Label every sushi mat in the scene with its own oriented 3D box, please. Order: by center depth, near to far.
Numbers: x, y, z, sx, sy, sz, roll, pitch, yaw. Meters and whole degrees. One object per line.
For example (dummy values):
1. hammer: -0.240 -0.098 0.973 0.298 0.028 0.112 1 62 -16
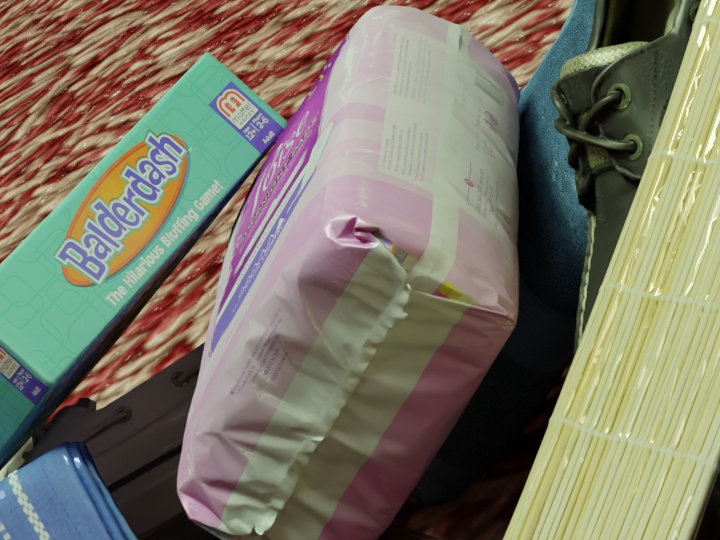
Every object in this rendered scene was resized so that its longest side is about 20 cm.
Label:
1. sushi mat: 0.088 0.010 0.689 0.096 0.012 0.201 5 72 65

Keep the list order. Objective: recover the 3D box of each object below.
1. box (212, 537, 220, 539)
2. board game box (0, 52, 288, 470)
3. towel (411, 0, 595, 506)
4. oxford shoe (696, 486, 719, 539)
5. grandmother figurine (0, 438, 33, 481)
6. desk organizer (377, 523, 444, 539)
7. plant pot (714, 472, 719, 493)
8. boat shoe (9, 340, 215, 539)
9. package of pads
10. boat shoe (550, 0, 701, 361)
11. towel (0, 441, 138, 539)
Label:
1. box: -0.119 0.161 0.952 0.200 0.033 0.121 -41 23 -19
2. board game box: -0.120 0.021 0.952 0.152 0.045 0.200 -50 2 -37
3. towel: 0.065 -0.015 0.912 0.200 0.048 0.112 -54 26 27
4. oxford shoe: 0.131 0.042 0.802 0.084 0.073 0.201 -12 44 38
5. grandmother figurine: -0.081 0.073 1.030 0.199 0.061 0.121 -26 -21 35
6. desk organizer: 0.040 0.137 0.731 0.077 0.072 0.199 -41 23 -21
7. plant pot: 0.197 0.029 0.655 0.199 0.142 0.142 -22 23 49
8. boat shoe: -0.093 0.080 0.924 0.199 0.067 0.074 -27 -23 -13
9. package of pads: 0.000 0.000 0.835 0.121 0.075 0.200 -56 11 24
10. boat shoe: 0.090 -0.052 0.786 0.073 0.064 0.202 -24 49 58
11. towel: -0.143 0.168 0.851 0.199 0.145 0.024 -33 -16 5
